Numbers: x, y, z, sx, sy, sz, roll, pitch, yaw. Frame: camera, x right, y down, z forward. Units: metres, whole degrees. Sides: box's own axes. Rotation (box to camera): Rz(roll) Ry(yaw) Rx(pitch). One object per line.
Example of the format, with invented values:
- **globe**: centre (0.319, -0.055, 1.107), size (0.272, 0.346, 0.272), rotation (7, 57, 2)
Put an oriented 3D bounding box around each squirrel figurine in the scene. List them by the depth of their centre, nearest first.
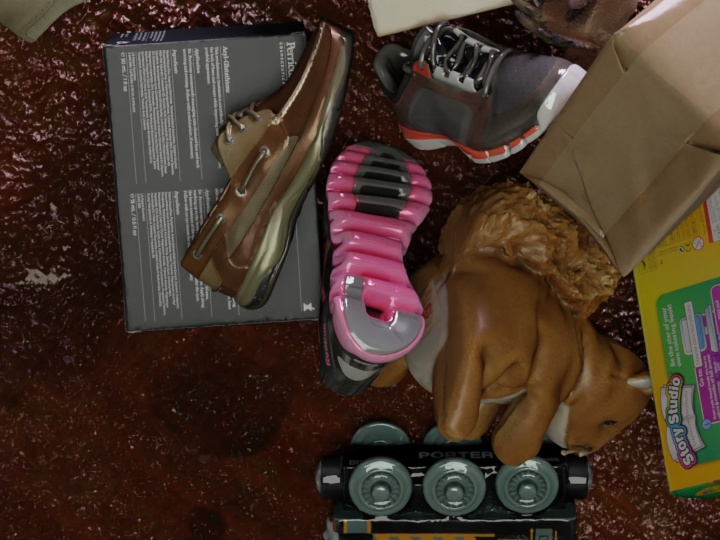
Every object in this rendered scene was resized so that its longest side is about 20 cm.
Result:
- **squirrel figurine**: centre (0.129, 0.036, 1.633), size (0.186, 0.141, 0.201), rotation (17, 90, -27)

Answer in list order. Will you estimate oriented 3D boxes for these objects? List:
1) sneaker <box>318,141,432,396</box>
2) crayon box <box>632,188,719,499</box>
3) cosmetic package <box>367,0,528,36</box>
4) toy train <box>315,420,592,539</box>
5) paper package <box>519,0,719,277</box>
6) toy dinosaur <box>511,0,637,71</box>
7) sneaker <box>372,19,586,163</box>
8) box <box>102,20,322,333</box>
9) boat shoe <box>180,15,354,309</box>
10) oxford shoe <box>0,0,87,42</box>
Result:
- **sneaker**: centre (0.000, 0.000, 1.628), size (0.078, 0.201, 0.096), rotation (15, 139, -9)
- **crayon box**: centre (0.256, 0.044, 1.604), size (0.118, 0.058, 0.202), rotation (-18, 73, 37)
- **cosmetic package**: centre (0.095, -0.234, 1.616), size (0.199, 0.073, 0.104), rotation (-14, 102, 3)
- **toy train**: centre (0.067, 0.172, 1.704), size (0.198, 0.085, 0.115), rotation (-1, 112, 0)
- **paper package**: centre (0.224, -0.121, 1.515), size (0.103, 0.191, 0.200), rotation (44, 60, 8)
- **toy dinosaur**: centre (0.137, -0.221, 1.543), size (0.135, 0.086, 0.201), rotation (-26, 92, 23)
- **sneaker**: centre (0.068, -0.125, 1.575), size (0.082, 0.200, 0.077), rotation (49, 66, -22)
- **box**: centre (-0.100, -0.066, 1.648), size (0.140, 0.079, 0.202), rotation (-3, 102, 1)
- **boat shoe**: centre (-0.063, -0.074, 1.573), size (0.073, 0.076, 0.201), rotation (21, 99, -3)
- **oxford shoe**: centre (-0.175, -0.236, 1.626), size (0.199, 0.071, 0.074), rotation (-34, 126, 6)
